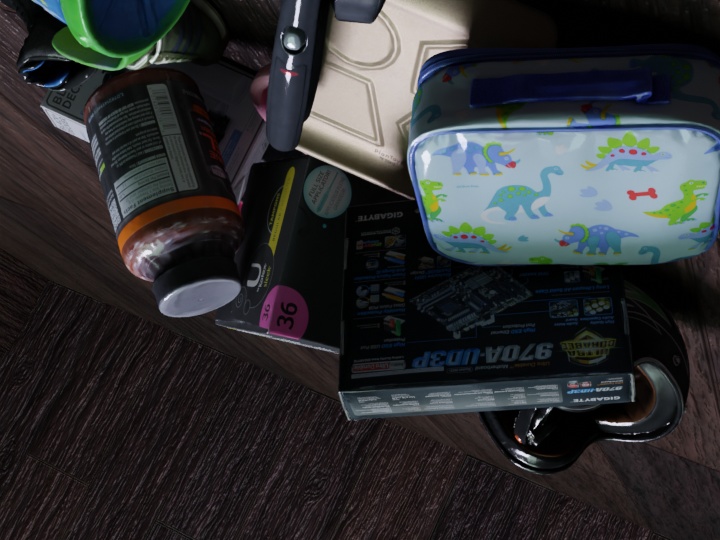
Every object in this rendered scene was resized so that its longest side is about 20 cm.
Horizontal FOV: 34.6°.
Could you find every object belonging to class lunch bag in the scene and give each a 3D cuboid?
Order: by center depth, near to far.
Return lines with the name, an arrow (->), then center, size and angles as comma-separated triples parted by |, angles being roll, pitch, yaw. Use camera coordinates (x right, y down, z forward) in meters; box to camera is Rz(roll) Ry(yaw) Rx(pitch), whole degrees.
lunch bag -> 0.134, -0.073, 0.740 | 0.199, 0.083, 0.161 | -1, 149, 13

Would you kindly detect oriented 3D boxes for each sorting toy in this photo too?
sorting toy -> 0.033, -0.135, 0.821 | 0.185, 0.037, 0.200 | 24, 144, 8

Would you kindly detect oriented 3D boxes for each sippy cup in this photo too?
sippy cup -> -0.192, -0.230, 0.779 | 0.130, 0.178, 0.140 | 28, -167, 17

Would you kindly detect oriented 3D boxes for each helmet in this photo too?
helmet -> 0.214, 0.088, 1.124 | 0.200, 0.190, 0.200 | 49, 151, 39

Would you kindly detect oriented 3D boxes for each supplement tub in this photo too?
supplement tub -> -0.162, -0.064, 0.980 | 0.107, 0.200, 0.107 | -17, 160, -7

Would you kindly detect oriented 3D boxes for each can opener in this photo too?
can opener -> -0.037, -0.149, 0.766 | 0.078, 0.063, 0.200 | 27, 142, 3

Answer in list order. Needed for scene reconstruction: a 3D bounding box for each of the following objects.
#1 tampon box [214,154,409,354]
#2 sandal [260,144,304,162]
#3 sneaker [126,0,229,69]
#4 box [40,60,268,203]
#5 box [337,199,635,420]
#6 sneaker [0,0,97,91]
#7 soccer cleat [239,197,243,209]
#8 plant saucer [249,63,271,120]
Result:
tampon box -> 0.000, 0.000, 1.004 | 0.200, 0.150, 0.126 | 15, 174, -27
sandal -> -0.055, -0.110, 1.139 | 0.200, 0.076, 0.043 | 31, 171, 30
sneaker -> -0.171, -0.200, 0.943 | 0.067, 0.090, 0.200 | 21, 167, 15
box -> -0.185, -0.154, 1.096 | 0.200, 0.117, 0.060 | 26, 170, 5
box -> 0.086, 0.020, 0.817 | 0.199, 0.159, 0.046 | -5, 146, 10
sneaker -> -0.291, -0.221, 1.045 | 0.200, 0.112, 0.073 | 14, 162, 41
soccer cleat -> -0.079, -0.034, 1.198 | 0.199, 0.070, 0.086 | 18, -173, -2
plant saucer -> 0.004, -0.128, 0.985 | 0.200, 0.051, 0.201 | 24, 167, 6
